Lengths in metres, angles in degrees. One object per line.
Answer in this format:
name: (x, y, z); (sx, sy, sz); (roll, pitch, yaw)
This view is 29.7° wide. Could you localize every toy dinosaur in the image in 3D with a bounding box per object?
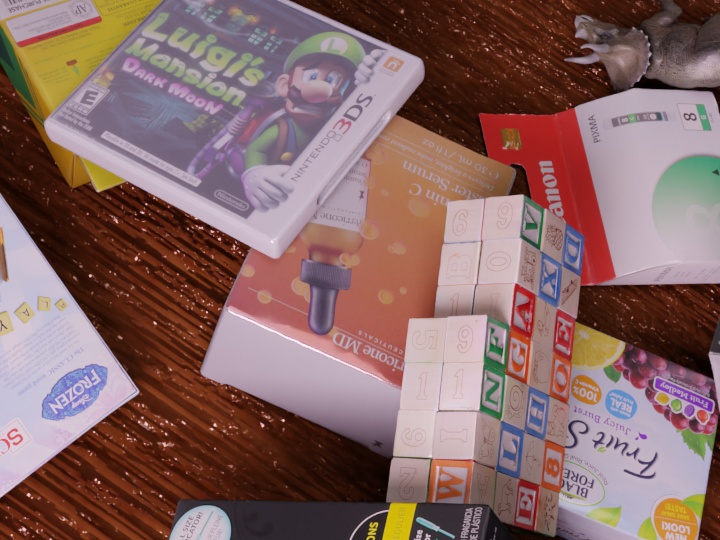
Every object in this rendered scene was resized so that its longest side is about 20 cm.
toy dinosaur: (0.278, -0.184, 1.127); (0.198, 0.077, 0.103); (10, 55, 17)

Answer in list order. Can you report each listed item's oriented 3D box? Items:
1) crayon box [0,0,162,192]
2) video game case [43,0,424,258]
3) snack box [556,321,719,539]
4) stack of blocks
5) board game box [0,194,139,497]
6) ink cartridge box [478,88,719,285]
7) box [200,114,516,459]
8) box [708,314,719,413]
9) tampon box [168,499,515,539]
crayon box: (-0.187, -0.147, 1.000); (0.126, 0.051, 0.201); (-23, 71, -25)
video game case: (-0.086, -0.118, 0.931); (0.199, 0.023, 0.182); (27, 61, 22)
snack box: (0.148, 0.112, 0.960); (0.198, 0.053, 0.143); (22, 61, -4)
stack of blocks: (0.082, 0.058, 0.855); (0.115, 0.058, 0.202); (27, 66, -51)
board game box: (-0.273, 0.054, 0.840); (0.199, 0.041, 0.200); (-37, 96, -29)
ink cartridge box: (0.206, -0.068, 1.076); (0.198, 0.050, 0.162); (0, 63, -18)
box: (0.000, 0.000, 0.945); (0.151, 0.107, 0.201); (24, 59, -3)
box: (0.303, 0.025, 1.003); (0.036, 0.145, 0.201); (6, 54, 26)
tampon box: (-0.010, 0.221, 0.760); (0.198, 0.126, 0.151); (-5, 55, 25)
